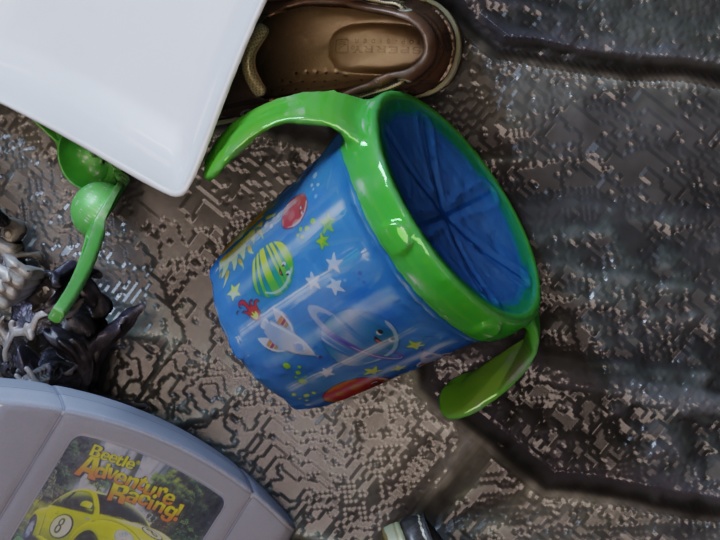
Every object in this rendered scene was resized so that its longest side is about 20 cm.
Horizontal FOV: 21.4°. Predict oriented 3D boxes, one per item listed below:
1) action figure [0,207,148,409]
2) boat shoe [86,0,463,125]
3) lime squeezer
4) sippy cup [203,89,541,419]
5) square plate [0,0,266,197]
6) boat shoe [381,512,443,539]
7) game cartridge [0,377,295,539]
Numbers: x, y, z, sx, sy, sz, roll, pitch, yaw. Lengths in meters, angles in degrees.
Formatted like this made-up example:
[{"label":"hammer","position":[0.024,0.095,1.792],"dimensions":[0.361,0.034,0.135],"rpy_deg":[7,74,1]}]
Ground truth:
[{"label":"action figure","position":[-0.198,0.011,1.006],"dimensions":[0.119,0.102,0.200],"rpy_deg":[-35,90,28]},{"label":"boat shoe","position":[-0.052,-0.114,0.974],"dimensions":[0.202,0.075,0.075],"rpy_deg":[-6,97,11]},{"label":"lime squeezer","position":[-0.151,-0.048,0.992],"dimensions":[0.038,0.071,0.200],"rpy_deg":[-41,50,21]},{"label":"sippy cup","position":[0.000,0.000,0.959],"dimensions":[0.130,0.140,0.178],"rpy_deg":[-33,82,24]},{"label":"square plate","position":[-0.115,-0.160,0.966],"dimensions":[0.200,0.028,0.199],"rpy_deg":[27,95,31]},{"label":"boat shoe","position":[0.088,0.203,0.999],"dimensions":[0.066,0.072,0.201],"rpy_deg":[-35,92,5]},{"label":"game cartridge","position":[-0.137,0.136,0.992],"dimensions":[0.200,0.041,0.133],"rpy_deg":[27,96,-29]}]
